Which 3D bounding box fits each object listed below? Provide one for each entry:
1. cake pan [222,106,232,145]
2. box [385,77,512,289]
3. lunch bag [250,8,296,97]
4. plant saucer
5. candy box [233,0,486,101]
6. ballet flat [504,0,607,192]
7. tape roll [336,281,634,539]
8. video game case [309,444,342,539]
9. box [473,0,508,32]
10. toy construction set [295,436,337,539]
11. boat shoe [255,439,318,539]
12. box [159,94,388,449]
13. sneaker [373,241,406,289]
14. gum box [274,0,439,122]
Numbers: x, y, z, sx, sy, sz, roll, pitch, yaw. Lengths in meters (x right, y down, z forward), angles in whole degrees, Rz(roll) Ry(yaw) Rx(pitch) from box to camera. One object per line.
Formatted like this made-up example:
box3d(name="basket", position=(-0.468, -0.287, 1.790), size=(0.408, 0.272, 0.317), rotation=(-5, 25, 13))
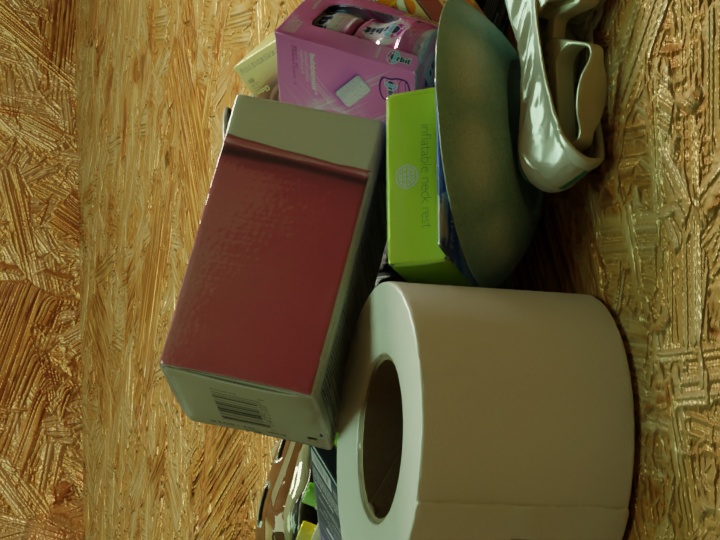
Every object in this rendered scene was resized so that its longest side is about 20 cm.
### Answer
box3d(name="cake pan", position=(-0.074, -0.031, 1.671), size=(0.200, 0.037, 0.201), rotation=(-9, -90, -88))
box3d(name="box", position=(0.060, -0.039, 1.453), size=(0.200, 0.047, 0.122), rotation=(44, -138, -65))
box3d(name="lunch bag", position=(-0.049, -0.103, 1.847), size=(0.200, 0.117, 0.164), rotation=(-65, -8, -52))
box3d(name="plant saucer", position=(0.093, -0.086, 1.432), size=(0.201, 0.039, 0.202), rotation=(-7, -90, -75))
box3d(name="candy box", position=(0.008, -0.154, 1.598), size=(0.200, 0.116, 0.055), rotation=(-26, 17, 46))
box3d(name="ballet flat", position=(0.133, -0.152, 1.381), size=(0.069, 0.069, 0.201), rotation=(150, 118, -73))
box3d(name="tape roll", position=(0.075, 0.111, 1.360), size=(0.203, 0.139, 0.204), rotation=(-176, 90, -75))
box3d(name="video game case", position=(0.004, 0.232, 1.607), size=(0.143, 0.019, 0.200), rotation=(56, 162, 37))
box3d(name="box", position=(0.074, -0.209, 1.641), size=(0.200, 0.040, 0.137), rotation=(108, 161, -44))
box3d(name="toy construction set", position=(0.014, 0.143, 1.679), size=(0.200, 0.092, 0.131), rotation=(-43, 21, 59))
box3d(name="boat shoe", position=(-0.044, 0.155, 1.817), size=(0.074, 0.076, 0.200), rotation=(-12, 45, 37))
box3d(name="box", position=(-0.051, 0.002, 1.444), size=(0.128, 0.109, 0.201), rotation=(78, -155, -68))
box3d(name="sneaker", position=(0.003, 0.054, 1.574), size=(0.200, 0.115, 0.075), rotation=(-33, 47, 30))
box3d(name="gum box", position=(0.007, -0.104, 1.548), size=(0.066, 0.113, 0.200), rotation=(-51, -31, -40))
